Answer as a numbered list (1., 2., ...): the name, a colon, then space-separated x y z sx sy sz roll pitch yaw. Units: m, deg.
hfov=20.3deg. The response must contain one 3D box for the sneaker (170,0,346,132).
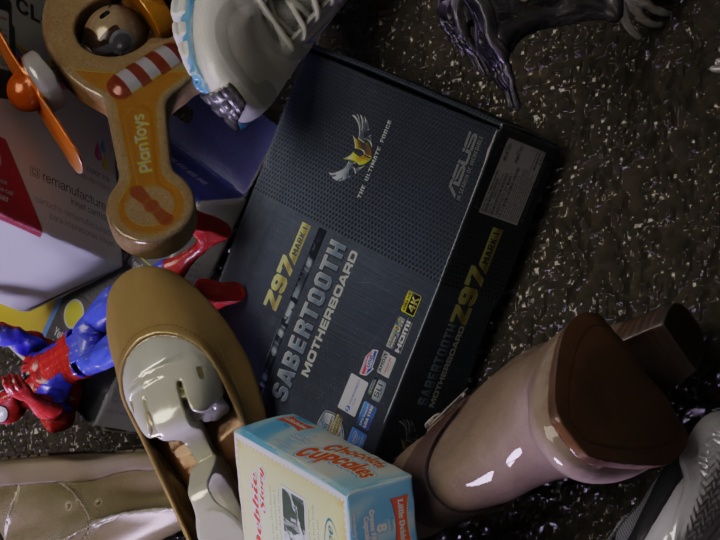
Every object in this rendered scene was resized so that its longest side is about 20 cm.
1. sneaker: -0.036 -0.153 1.051 0.086 0.075 0.201 -17 35 26

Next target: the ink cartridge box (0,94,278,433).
1. ink cartridge box: -0.157 -0.037 1.197 0.197 0.047 0.201 36 106 42

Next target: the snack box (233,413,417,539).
1. snack box: -0.010 0.177 0.926 0.116 0.037 0.201 20 118 59

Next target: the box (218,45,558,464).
1. box: 0.000 0.000 1.035 0.157 0.051 0.201 28 99 46

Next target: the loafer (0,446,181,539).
1. loafer: -0.123 0.130 1.107 0.199 0.076 0.068 -7 88 37

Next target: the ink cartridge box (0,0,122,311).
1. ink cartridge box: -0.217 -0.098 1.139 0.083 0.145 0.201 -23 61 29

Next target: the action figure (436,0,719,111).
1. action figure: 0.136 -0.143 0.914 0.199 0.102 0.119 -27 22 -7

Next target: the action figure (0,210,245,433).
1. action figure: -0.163 0.034 1.092 0.200 0.099 0.066 -37 55 38

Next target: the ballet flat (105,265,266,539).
1. ballet flat: -0.075 0.089 1.003 0.068 0.063 0.201 -27 87 12

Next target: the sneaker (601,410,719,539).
1. sneaker: 0.099 0.141 0.893 0.114 0.075 0.201 29 100 41

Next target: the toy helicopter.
1. toy helicopter: -0.130 -0.091 1.072 0.131 0.079 0.201 -8 56 -5

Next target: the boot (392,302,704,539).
1. boot: 0.068 0.075 0.871 0.146 0.200 0.070 -32 85 27

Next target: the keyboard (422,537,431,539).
1. keyboard: 0.021 0.214 0.988 0.127 0.021 0.200 -53 50 20
